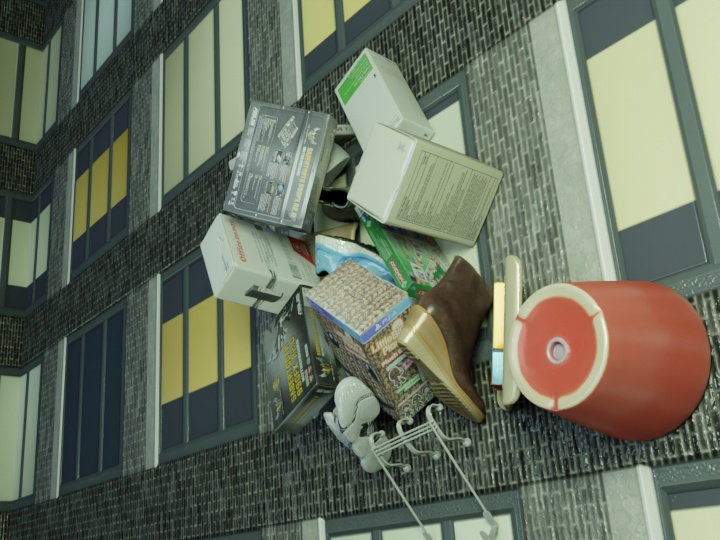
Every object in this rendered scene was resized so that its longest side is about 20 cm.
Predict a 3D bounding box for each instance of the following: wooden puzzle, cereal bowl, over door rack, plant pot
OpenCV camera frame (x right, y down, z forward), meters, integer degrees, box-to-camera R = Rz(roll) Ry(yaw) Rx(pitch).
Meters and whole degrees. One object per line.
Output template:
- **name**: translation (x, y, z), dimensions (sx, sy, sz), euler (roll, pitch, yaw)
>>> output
- **wooden puzzle**: translation (-0.065, 0.021, 1.538), dimensions (0.183, 0.046, 0.205), euler (-10, 69, 50)
- **cereal bowl**: translation (-0.116, -0.171, 1.520), dimensions (0.083, 0.200, 0.200), euler (46, 126, -1)
- **over door rack**: translation (0.110, 0.311, 1.213), dimensions (0.147, 0.066, 0.203), euler (-34, 78, 41)
- **plant pot**: translation (0.283, 0.100, 0.972), dimensions (0.198, 0.175, 0.206), euler (-15, 70, 48)
- **wooden puzzle**: translation (0.194, 0.090, 1.104), dimensions (0.036, 0.200, 0.190), euler (2, 79, 7)

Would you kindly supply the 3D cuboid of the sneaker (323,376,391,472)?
- **sneaker**: translation (-0.019, 0.232, 1.324), dimensions (0.115, 0.074, 0.203), euler (37, 154, 47)

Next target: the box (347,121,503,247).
- **box**: translation (0.099, -0.129, 1.241), dimensions (0.109, 0.197, 0.130), euler (36, 107, 48)

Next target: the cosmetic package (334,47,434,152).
- **cosmetic package**: translation (0.040, -0.283, 1.448), dimensions (0.108, 0.084, 0.202), euler (-48, 46, 29)

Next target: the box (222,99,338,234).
- **box**: translation (-0.138, -0.180, 1.408), dimensions (0.155, 0.048, 0.205), euler (12, 86, 17)

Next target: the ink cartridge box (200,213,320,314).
- **ink cartridge box**: translation (-0.181, -0.005, 1.493), dimensions (0.084, 0.197, 0.146), euler (-50, 42, 25)

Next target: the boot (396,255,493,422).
- **boot**: translation (0.156, 0.102, 1.193), dimensions (0.167, 0.201, 0.072), euler (-49, 21, -21)

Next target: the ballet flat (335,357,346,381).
- **ballet flat**: translation (-0.084, 0.173, 1.513), dimensions (0.198, 0.069, 0.071), euler (21, 97, 48)

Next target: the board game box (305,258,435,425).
- **board game box**: translation (0.024, 0.109, 1.267), dimensions (0.096, 0.202, 0.159), euler (-37, 36, -17)

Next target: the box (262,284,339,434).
- **box**: translation (-0.107, 0.154, 1.414), dimensions (0.159, 0.047, 0.203), euler (-49, 40, 39)

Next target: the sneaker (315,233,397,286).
- **sneaker**: translation (0.000, 0.000, 1.417), dimensions (0.197, 0.078, 0.092), euler (18, 99, 36)

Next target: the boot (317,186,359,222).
- **boot**: translation (-0.042, -0.130, 1.473), dimensions (0.198, 0.129, 0.069), euler (9, 88, 52)

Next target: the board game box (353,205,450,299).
- **board game box**: translation (0.081, -0.030, 1.292), dimensions (0.029, 0.133, 0.202), euler (-51, 45, 25)

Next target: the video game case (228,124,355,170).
- **video game case**: translation (-0.130, -0.237, 1.574), dimensions (0.198, 0.180, 0.024), euler (-19, 84, 47)
